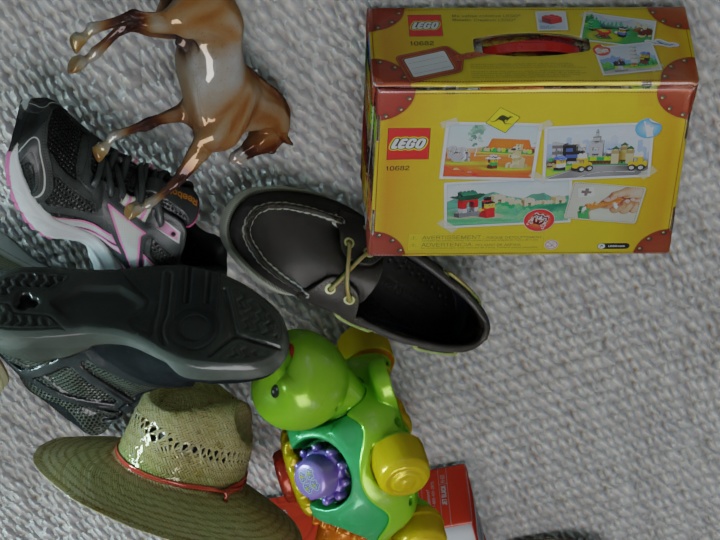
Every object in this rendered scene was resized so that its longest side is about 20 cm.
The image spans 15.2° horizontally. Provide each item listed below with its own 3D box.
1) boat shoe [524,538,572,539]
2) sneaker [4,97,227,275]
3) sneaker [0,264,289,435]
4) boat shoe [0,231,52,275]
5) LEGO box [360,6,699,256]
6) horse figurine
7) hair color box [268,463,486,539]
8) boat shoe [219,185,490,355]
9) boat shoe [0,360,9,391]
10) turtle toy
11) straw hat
[{"bbox_3d":[0.095,0.259,2.058,0.200,0.065,0.072,-13,135,10],"label":"boat shoe"},{"bbox_3d":[-0.148,-0.048,1.714,0.086,0.080,0.200,-8,149,24],"label":"sneaker"},{"bbox_3d":[-0.137,0.053,1.734,0.199,0.076,0.114,1,148,11],"label":"sneaker"},{"bbox_3d":[-0.215,0.033,1.806,0.074,0.065,0.202,-36,128,29],"label":"boat shoe"},{"bbox_3d":[0.102,-0.087,1.696,0.200,0.077,0.149,0,135,-3],"label":"LEGO box"},{"bbox_3d":[-0.111,-0.124,1.645,0.132,0.050,0.200,-29,128,-18],"label":"horse figurine"},{"bbox_3d":[-0.008,0.212,2.007,0.200,0.061,0.102,-11,135,5],"label":"hair color box"},{"bbox_3d":[0.000,0.000,1.773,0.201,0.061,0.072,24,90,-32],"label":"boat shoe"},{"bbox_3d":[-0.324,0.060,1.774,0.200,0.063,0.073,10,142,26],"label":"boat shoe"},{"bbox_3d":[-0.013,0.112,1.837,0.101,0.146,0.200,-17,135,-1],"label":"turtle toy"},{"bbox_3d":[-0.118,0.119,1.854,0.201,0.201,0.085,16,102,-19],"label":"straw hat"}]
